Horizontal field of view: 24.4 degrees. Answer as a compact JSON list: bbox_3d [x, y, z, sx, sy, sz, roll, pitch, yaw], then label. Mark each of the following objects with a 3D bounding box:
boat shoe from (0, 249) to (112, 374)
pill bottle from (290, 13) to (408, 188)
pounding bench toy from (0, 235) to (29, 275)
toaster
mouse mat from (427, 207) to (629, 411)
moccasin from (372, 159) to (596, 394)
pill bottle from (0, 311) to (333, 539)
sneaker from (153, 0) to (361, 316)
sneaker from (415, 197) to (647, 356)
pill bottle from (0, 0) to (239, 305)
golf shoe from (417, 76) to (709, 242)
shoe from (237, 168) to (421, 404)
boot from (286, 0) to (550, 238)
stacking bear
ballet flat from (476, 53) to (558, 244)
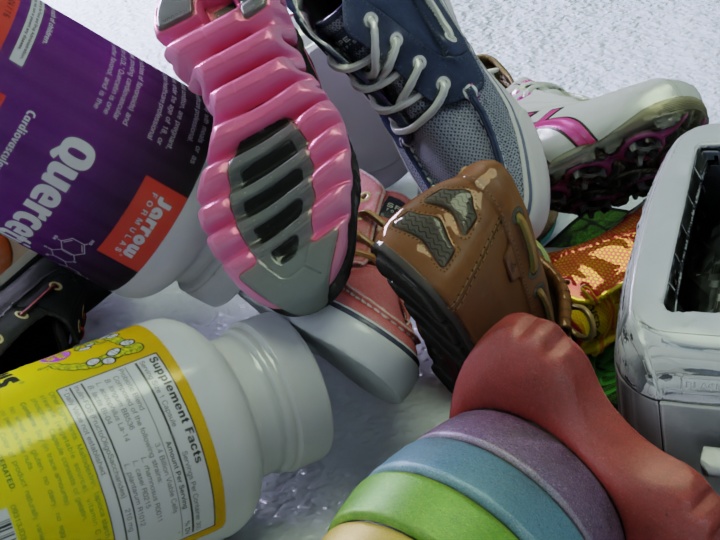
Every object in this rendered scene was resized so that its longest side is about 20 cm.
[{"bbox_3d":[-0.182,0.033,0.892,0.063,0.074,0.201,37,31,10],"label":"boat shoe"},{"bbox_3d":[-0.020,-0.101,0.996,0.112,0.113,0.200,-11,8,-9],"label":"pill bottle"},{"bbox_3d":[-0.204,-0.062,0.998,0.199,0.125,0.156,-2,26,9],"label":"pounding bench toy"},{"bbox_3d":[0.172,0.027,0.707,0.113,0.129,0.200,4,47,21],"label":"toaster"},{"bbox_3d":[0.151,0.018,0.907,0.160,0.008,0.200,13,34,33],"label":"mouse mat"},{"bbox_3d":[0.064,0.018,0.733,0.078,0.202,0.074,-43,52,-9],"label":"moccasin"},{"bbox_3d":[-0.115,0.085,0.729,0.199,0.105,0.104,-20,31,-26],"label":"pill bottle"},{"bbox_3d":[-0.037,-0.057,0.797,0.079,0.095,0.201,-21,57,9],"label":"sneaker"},{"bbox_3d":[0.128,0.013,0.851,0.199,0.073,0.077,-19,32,-1],"label":"sneaker"},{"bbox_3d":[-0.142,-0.060,0.857,0.200,0.113,0.113,29,19,-20],"label":"pill bottle"},{"bbox_3d":[0.098,-0.069,0.894,0.072,0.093,0.200,7,-21,-40],"label":"golf shoe"},{"bbox_3d":[0.000,0.000,0.826,0.091,0.071,0.200,-52,17,-5],"label":"shoe"},{"bbox_3d":[0.018,-0.096,0.833,0.090,0.073,0.201,-1,59,-53],"label":"boot"},{"bbox_3d":[0.023,0.130,0.614,0.121,0.114,0.200,46,57,4],"label":"stacking bear"},{"bbox_3d":[0.083,-0.083,1.038,0.068,0.073,0.200,-13,27,9],"label":"ballet flat"}]
